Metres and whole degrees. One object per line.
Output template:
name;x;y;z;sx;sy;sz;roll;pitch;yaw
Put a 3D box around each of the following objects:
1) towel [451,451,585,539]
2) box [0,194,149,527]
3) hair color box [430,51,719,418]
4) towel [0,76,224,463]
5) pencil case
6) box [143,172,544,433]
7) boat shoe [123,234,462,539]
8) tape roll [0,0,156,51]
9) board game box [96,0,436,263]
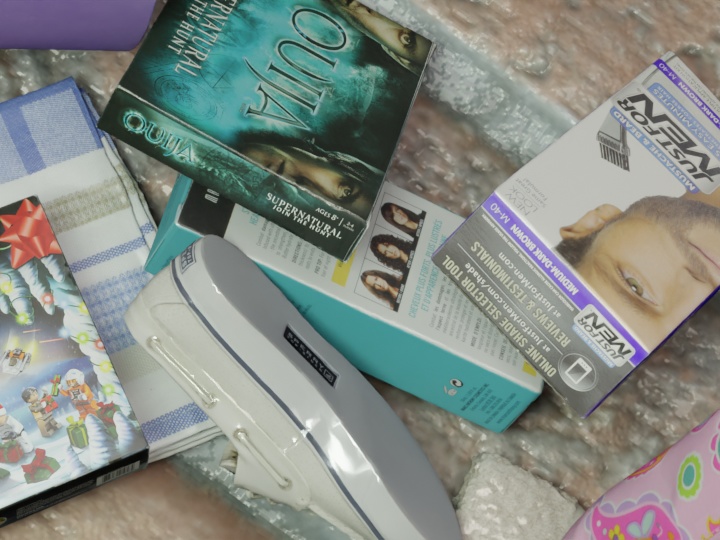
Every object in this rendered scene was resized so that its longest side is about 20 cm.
towel;0.075;0.196;1.351;0.132;0.034;0.200;29;64;-5
box;-0.215;0.064;1.295;0.200;0.040;0.137;-23;75;-13
hair color box;0.134;-0.022;1.397;0.109;0.065;0.200;46;41;4
towel;-0.159;0.014;1.359;0.147;0.024;0.200;-22;75;-21
pencil case;0.156;0.123;1.277;0.087;0.200;0.088;17;54;-25
box;0.000;0.000;1.380;0.200;0.049;0.082;25;52;-10
boat shoe;-0.034;0.077;1.328;0.200;0.070;0.071;48;23;-13
tape roll;-0.150;-0.206;1.348;0.085;0.200;0.200;1;69;-17
board game box;-0.041;-0.092;1.376;0.135;0.028;0.200;28;32;-5
